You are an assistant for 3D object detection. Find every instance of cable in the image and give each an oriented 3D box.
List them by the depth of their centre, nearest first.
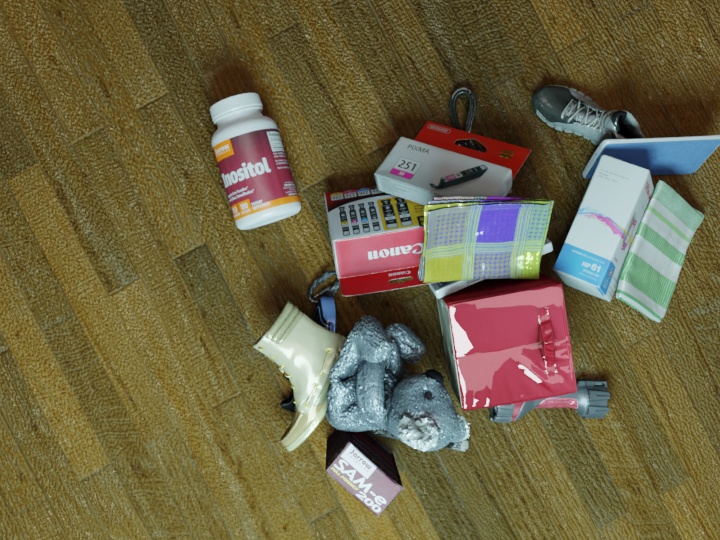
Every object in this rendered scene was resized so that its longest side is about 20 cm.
[{"bbox_3d":[0.181,-0.205,1.358,0.096,0.050,0.202,-21,79,15],"label":"cable"}]

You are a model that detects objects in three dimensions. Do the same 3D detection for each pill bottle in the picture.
[{"bbox_3d":[-0.176,-0.177,1.298,0.112,0.113,0.202,-18,91,-2],"label":"pill bottle"}]

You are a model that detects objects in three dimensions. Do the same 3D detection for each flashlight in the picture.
[{"bbox_3d":[0.316,0.224,1.344,0.197,0.068,0.069,3,48,-6],"label":"flashlight"}]

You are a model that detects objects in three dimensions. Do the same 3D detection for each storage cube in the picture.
[{"bbox_3d":[0.225,0.106,1.273,0.177,0.200,0.173,-9,96,1],"label":"storage cube"}]

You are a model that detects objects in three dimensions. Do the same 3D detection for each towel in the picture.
[{"bbox_3d":[0.183,-0.043,1.189,0.197,0.023,0.145,-1,123,-9],"label":"towel"},{"bbox_3d":[0.498,-0.027,1.329,0.152,0.023,0.202,25,88,-38],"label":"towel"}]

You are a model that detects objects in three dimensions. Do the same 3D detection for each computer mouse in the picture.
[{"bbox_3d":[0.000,0.000,1.350,0.198,0.034,0.059,-24,112,3],"label":"computer mouse"}]

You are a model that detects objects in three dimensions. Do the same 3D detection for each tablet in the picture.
[{"bbox_3d":[0.478,-0.188,1.316,0.197,0.130,0.014,-3,71,-2],"label":"tablet"}]

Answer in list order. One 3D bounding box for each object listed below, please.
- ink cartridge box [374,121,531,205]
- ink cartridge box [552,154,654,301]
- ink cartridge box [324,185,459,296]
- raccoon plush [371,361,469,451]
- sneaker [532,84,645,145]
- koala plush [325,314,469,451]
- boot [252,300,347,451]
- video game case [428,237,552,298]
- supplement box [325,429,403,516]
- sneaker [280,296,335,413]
[{"bbox_3d":[0.149,-0.171,1.267,0.198,0.044,0.174,21,61,25],"label":"ink cartridge box"},{"bbox_3d":[0.398,-0.066,1.296,0.084,0.144,0.202,22,89,26],"label":"ink cartridge box"},{"bbox_3d":[0.051,-0.057,1.271,0.197,0.177,0.085,-10,131,-2],"label":"ink cartridge box"},{"bbox_3d":[0.094,0.219,1.344,0.198,0.096,0.136,19,74,-32],"label":"raccoon plush"},{"bbox_3d":[0.385,-0.257,1.316,0.198,0.115,0.076,27,89,-2],"label":"sneaker"},{"bbox_3d":[0.063,0.197,1.189,0.199,0.177,0.185,32,97,25],"label":"koala plush"},{"bbox_3d":[-0.109,0.166,1.258,0.155,0.073,0.201,33,93,-8],"label":"boot"},{"bbox_3d":[0.194,-0.029,1.302,0.198,0.144,0.018,-22,118,-2],"label":"video game case"},{"bbox_3d":[0.002,0.303,1.263,0.109,0.200,0.061,41,89,-2],"label":"supplement box"},{"bbox_3d":[-0.086,0.140,1.324,0.077,0.070,0.203,7,91,-8],"label":"sneaker"}]
